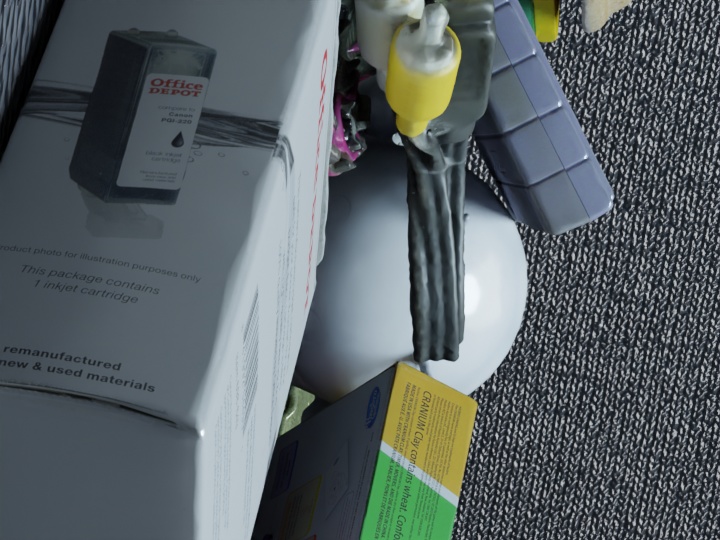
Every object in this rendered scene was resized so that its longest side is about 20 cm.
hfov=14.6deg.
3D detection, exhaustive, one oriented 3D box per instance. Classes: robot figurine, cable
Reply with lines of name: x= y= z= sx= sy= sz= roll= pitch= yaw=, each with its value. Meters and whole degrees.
robot figurine: x=0.000 y=0.000 z=1.206 sx=0.200 sy=0.112 sz=0.170 roll=-160 pitch=-111 yaw=-68
cable: x=0.015 y=-0.054 z=0.980 sx=0.200 sy=0.050 sz=0.097 roll=97 pitch=-16 yaw=-49

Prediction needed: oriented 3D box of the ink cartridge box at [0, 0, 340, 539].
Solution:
ink cartridge box: x=-0.065 y=0.015 z=0.841 sx=0.200 sy=0.084 sz=0.146 roll=-74 pitch=172 yaw=-45

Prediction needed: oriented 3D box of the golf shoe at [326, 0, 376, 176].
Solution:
golf shoe: x=-0.037 y=-0.086 z=1.018 sx=0.200 sy=0.092 sz=0.073 roll=-64 pitch=139 yaw=-65

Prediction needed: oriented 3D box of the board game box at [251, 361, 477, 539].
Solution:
board game box: x=-0.035 y=0.140 z=1.143 sx=0.200 sy=0.040 sz=0.154 roll=-33 pitch=-143 yaw=52

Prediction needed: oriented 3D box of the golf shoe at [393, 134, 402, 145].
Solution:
golf shoe: x=0.009 y=-0.083 z=1.444 sx=0.073 sy=0.092 sz=0.201 roll=81 pitch=17 yaw=-74

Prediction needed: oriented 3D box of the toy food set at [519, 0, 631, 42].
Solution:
toy food set: x=0.086 y=-0.189 z=1.090 sx=0.200 sy=0.048 sz=0.199 roll=82 pitch=12 yaw=-65

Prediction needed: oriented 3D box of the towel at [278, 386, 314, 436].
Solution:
towel: x=-0.047 y=0.072 z=1.515 sx=0.149 sy=0.036 sz=0.201 roll=93 pitch=7 yaw=-62

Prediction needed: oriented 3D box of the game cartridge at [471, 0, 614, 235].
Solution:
game cartridge: x=0.051 y=-0.079 z=1.091 sx=0.200 sy=0.038 sz=0.130 roll=-106 pitch=174 yaw=-87
